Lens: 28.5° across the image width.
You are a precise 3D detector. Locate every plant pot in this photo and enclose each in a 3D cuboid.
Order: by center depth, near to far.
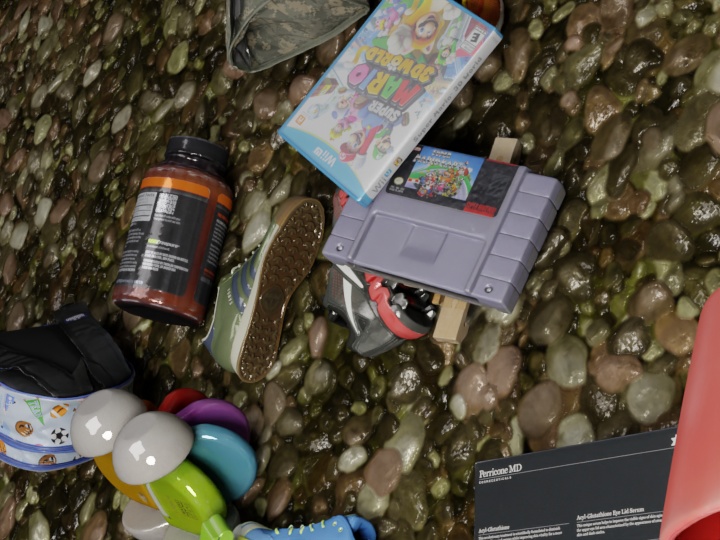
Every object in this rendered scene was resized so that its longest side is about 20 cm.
[{"bbox_3d":[0.291,0.102,0.905,0.200,0.200,0.178,-24,46,39],"label":"plant pot"}]

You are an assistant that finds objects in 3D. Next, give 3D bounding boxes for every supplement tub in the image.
[{"bbox_3d":[-0.203,-0.045,1.576,0.107,0.107,0.201,-1,72,48],"label":"supplement tub"}]

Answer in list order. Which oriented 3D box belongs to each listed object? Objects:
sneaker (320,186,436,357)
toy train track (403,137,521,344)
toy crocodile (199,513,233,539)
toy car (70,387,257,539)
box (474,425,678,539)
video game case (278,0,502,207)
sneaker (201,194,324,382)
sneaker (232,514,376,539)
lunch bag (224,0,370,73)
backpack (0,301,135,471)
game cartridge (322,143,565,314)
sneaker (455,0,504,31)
[{"bbox_3d":[0.000,0.000,1.355,0.098,0.071,0.201,-41,48,25],"label":"sneaker"},{"bbox_3d":[0.109,-0.025,1.273,0.114,0.033,0.201,7,69,33],"label":"toy train track"},{"bbox_3d":[-0.136,0.325,1.317,0.067,0.062,0.201,-151,65,-64],"label":"toy crocodile"},{"bbox_3d":[-0.181,0.189,1.427,0.150,0.175,0.200,-39,32,-25],"label":"toy car"},{"bbox_3d":[0.181,0.204,1.055,0.200,0.079,0.142,-17,63,43],"label":"box"},{"bbox_3d":[0.024,-0.172,1.324,0.200,0.018,0.143,-51,49,4],"label":"video game case"},{"bbox_3d":[-0.111,0.009,1.476,0.090,0.067,0.201,21,92,45],"label":"sneaker"},{"bbox_3d":[-0.037,0.261,1.291,0.105,0.076,0.200,-50,39,-8],"label":"sneaker"},{"bbox_3d":[-0.088,-0.331,1.577,0.200,0.117,0.165,-27,54,45],"label":"lunch bag"},{"bbox_3d":[-0.352,0.141,1.600,0.190,0.200,0.155,17,116,43],"label":"backpack"},{"bbox_3d":[0.072,-0.045,1.265,0.199,0.038,0.130,15,77,35],"label":"game cartridge"},{"bbox_3d":[0.051,-0.221,1.400,0.200,0.077,0.073,-41,48,31],"label":"sneaker"}]
